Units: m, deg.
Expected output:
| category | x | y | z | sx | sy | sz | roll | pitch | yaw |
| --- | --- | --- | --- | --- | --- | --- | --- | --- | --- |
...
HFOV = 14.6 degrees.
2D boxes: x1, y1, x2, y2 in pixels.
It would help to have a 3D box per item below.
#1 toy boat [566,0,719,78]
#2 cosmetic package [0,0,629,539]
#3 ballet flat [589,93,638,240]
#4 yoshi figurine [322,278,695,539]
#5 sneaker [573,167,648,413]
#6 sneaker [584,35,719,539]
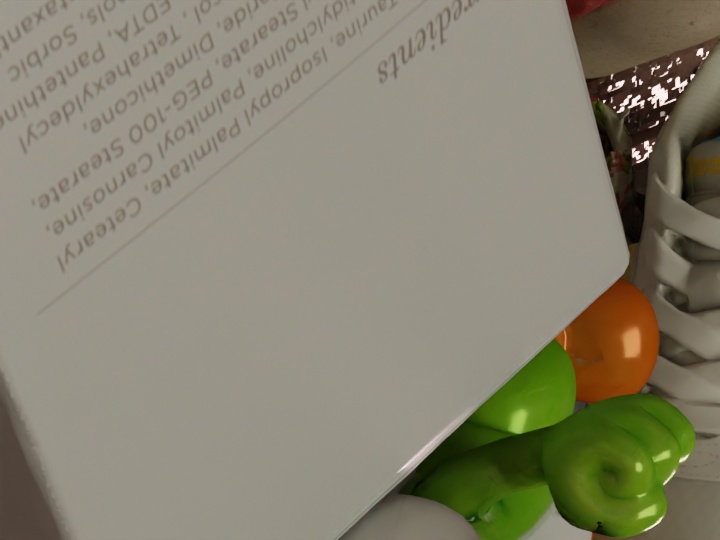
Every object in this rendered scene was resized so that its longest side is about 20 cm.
| category | x | y | z | sx | sy | sz | roll | pitch | yaw |
| --- | --- | --- | --- | --- | --- | --- | --- | --- | --- |
| toy boat | 0.090 | -0.157 | 0.781 | 0.131 | 0.130 | 0.200 | 49 | 65 | -13 |
| cosmetic package | -0.071 | -0.052 | 0.594 | 0.166 | 0.167 | 0.201 | -41 | 130 | -30 |
| ballet flat | 0.000 | 0.000 | 0.749 | 0.200 | 0.076 | 0.064 | -31 | 157 | -37 |
| yoshi figurine | 0.039 | 0.073 | 0.641 | 0.113 | 0.112 | 0.200 | 57 | 21 | -10 |
| sneaker | 0.059 | 0.076 | 0.865 | 0.115 | 0.076 | 0.202 | -17 | 110 | -31 |
| sneaker | 0.099 | 0.010 | 0.771 | 0.081 | 0.076 | 0.201 | 64 | 39 | -51 |
